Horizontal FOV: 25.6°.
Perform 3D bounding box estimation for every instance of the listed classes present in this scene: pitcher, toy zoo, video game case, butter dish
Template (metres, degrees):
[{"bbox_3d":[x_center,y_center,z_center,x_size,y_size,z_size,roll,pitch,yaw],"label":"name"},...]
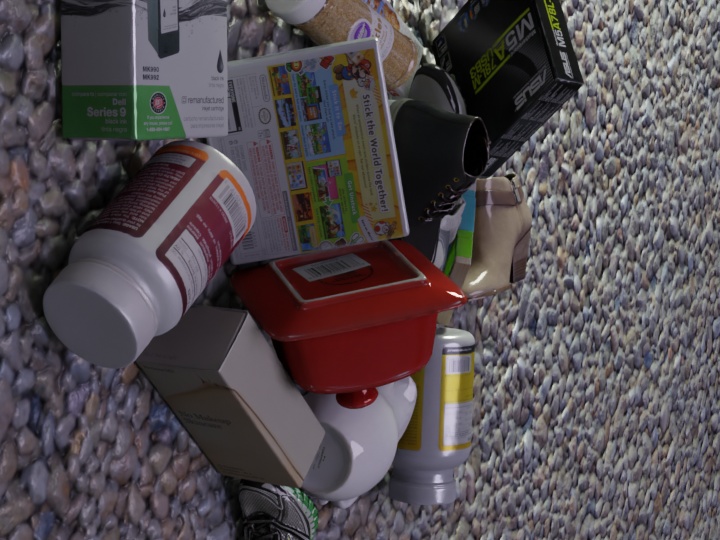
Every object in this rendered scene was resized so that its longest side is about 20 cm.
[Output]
[{"bbox_3d":[-0.018,0.200,1.735,0.200,0.120,0.173,-26,132,-69],"label":"pitcher"},{"bbox_3d":[0.115,-0.053,1.915,0.132,0.020,0.201,106,-8,-54],"label":"toy zoo"},{"bbox_3d":[-0.056,-0.115,1.553,0.023,0.181,0.201,-95,175,-71],"label":"video game case"},{"bbox_3d":[-0.010,0.066,1.572,0.199,0.199,0.149,-12,113,-15],"label":"butter dish"}]

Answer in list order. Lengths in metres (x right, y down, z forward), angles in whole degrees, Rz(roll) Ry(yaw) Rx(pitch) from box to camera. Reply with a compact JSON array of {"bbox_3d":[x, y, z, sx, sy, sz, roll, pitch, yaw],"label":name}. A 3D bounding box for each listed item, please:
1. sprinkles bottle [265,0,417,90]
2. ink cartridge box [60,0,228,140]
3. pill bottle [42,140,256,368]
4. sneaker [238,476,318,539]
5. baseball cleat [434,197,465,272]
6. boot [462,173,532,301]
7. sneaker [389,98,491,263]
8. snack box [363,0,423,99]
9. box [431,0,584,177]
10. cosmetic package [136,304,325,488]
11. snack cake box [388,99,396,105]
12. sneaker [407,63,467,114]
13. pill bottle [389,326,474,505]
[{"bbox_3d":[-0.018,-0.260,1.680,0.200,0.068,0.069,29,68,-50],"label":"sprinkles bottle"},{"bbox_3d":[-0.188,-0.216,1.392,0.146,0.084,0.202,-12,104,-60],"label":"ink cartridge box"},{"bbox_3d":[-0.185,-0.014,1.396,0.200,0.113,0.115,-55,138,-41],"label":"pill bottle"},{"bbox_3d":[-0.086,0.292,1.647,0.085,0.078,0.201,-50,135,-45],"label":"sneaker"},{"bbox_3d":[0.085,-0.040,1.830,0.107,0.069,0.200,-60,-178,-2],"label":"baseball cleat"},{"bbox_3d":[0.164,-0.047,2.065,0.200,0.070,0.147,-23,107,-59],"label":"boot"},{"bbox_3d":[0.076,-0.072,1.648,0.075,0.106,0.201,-27,124,-44],"label":"sneaker"},{"bbox_3d":[0.016,-0.273,1.804,0.200,0.024,0.072,43,59,-54],"label":"snack box"},{"bbox_3d":[0.166,-0.242,1.849,0.047,0.200,0.194,8,58,-29],"label":"box"},{"bbox_3d":[-0.123,0.122,1.536,0.200,0.103,0.073,59,45,-44],"label":"cosmetic package"},{"bbox_3d":[-0.010,-0.104,1.670,0.199,0.067,0.116,-21,118,-47],"label":"snack cake box"},{"bbox_3d":[0.072,-0.141,1.855,0.079,0.074,0.202,-17,120,-49],"label":"sneaker"},{"bbox_3d":[0.077,0.171,1.884,0.112,0.111,0.202,-4,98,-60],"label":"pill bottle"}]
